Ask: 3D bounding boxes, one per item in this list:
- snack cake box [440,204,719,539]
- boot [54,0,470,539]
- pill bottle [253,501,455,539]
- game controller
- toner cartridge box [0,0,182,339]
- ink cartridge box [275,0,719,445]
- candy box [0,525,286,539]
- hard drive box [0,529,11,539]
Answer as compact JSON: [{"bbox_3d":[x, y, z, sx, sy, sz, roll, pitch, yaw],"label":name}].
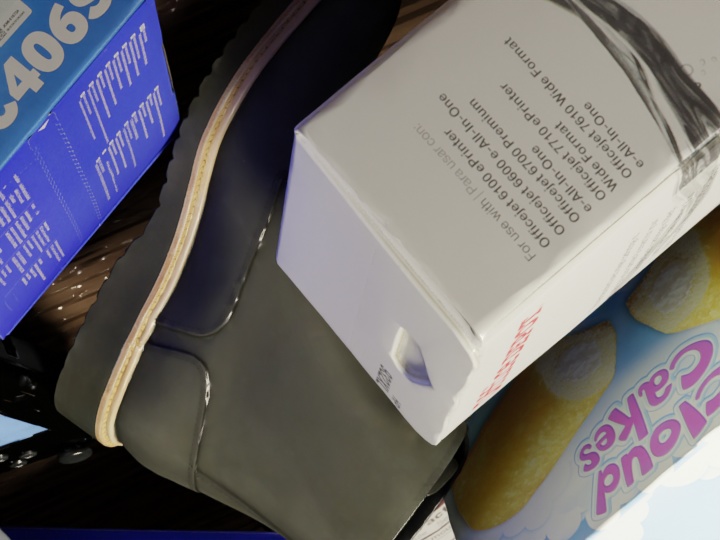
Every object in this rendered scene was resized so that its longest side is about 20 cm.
[{"bbox_3d":[0.121,0.040,0.929,0.200,0.115,0.067,-42,119,15],"label":"snack cake box"},{"bbox_3d":[0.000,0.000,0.932,0.201,0.138,0.077,-63,164,23],"label":"boot"},{"bbox_3d":[0.008,0.066,1.076,0.114,0.114,0.200,-30,146,4],"label":"pill bottle"},{"bbox_3d":[-0.158,0.050,0.960,0.104,0.042,0.200,-28,163,10],"label":"game controller"},{"bbox_3d":[-0.101,-0.038,0.825,0.095,0.043,0.200,-52,176,-7],"label":"toner cartridge box"},{"bbox_3d":[0.075,-0.052,0.836,0.200,0.084,0.145,-40,171,-12],"label":"ink cartridge box"},{"bbox_3d":[-0.039,0.165,1.089,0.199,0.077,0.169,-3,151,44],"label":"candy box"},{"bbox_3d":[-0.152,0.197,1.046,0.077,0.156,0.200,-44,180,-39],"label":"hard drive box"}]
